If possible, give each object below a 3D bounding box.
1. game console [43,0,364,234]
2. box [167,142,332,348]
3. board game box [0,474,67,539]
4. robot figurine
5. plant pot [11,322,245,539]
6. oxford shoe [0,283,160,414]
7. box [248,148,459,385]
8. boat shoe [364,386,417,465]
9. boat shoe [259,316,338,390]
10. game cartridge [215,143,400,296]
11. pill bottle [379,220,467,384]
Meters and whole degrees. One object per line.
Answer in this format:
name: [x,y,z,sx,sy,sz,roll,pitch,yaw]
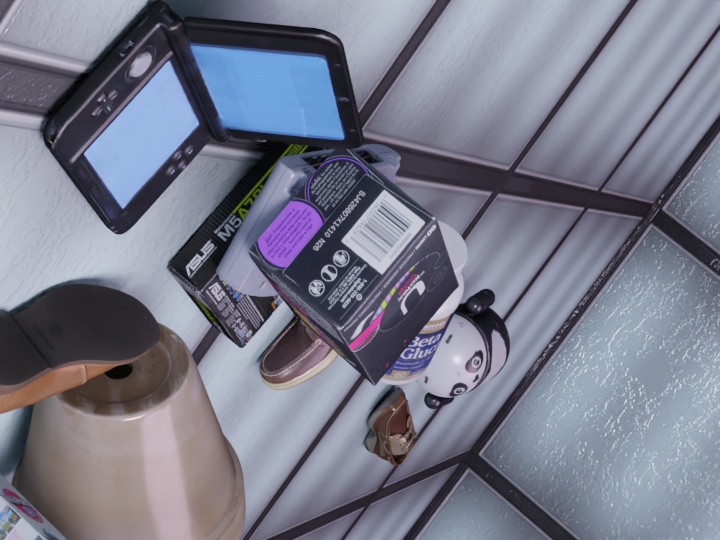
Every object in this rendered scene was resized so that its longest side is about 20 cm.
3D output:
game console: [-0.101,-0.090,1.110,0.176,0.116,0.200,-49,165,-10]
box: [-0.077,-0.036,1.458,0.194,0.047,0.200,-52,165,-8]
board game box: [-0.282,0.236,1.175,0.148,0.200,0.064,-50,166,-1]
robot figurine: [0.145,0.113,2.324,0.123,0.152,0.200,-13,-179,24]
plant pot: [-0.192,0.140,1.302,0.200,0.199,0.175,-39,146,-37]
oxford shoe: [-0.231,0.061,1.199,0.199,0.072,0.071,-16,155,-52]
box: [0.000,0.000,1.353,0.122,0.106,0.200,-49,163,-6]
boat shoe: [0.056,0.242,2.471,0.076,0.072,0.201,-46,164,-20]
boat shoe: [-0.040,0.043,1.748,0.199,0.072,0.072,-40,134,-4]
game cartridge: [-0.045,-0.042,1.391,0.199,0.041,0.134,-15,136,-62]
pill bottle: [0.058,0.035,1.905,0.111,0.111,0.201,-39,161,-39]
